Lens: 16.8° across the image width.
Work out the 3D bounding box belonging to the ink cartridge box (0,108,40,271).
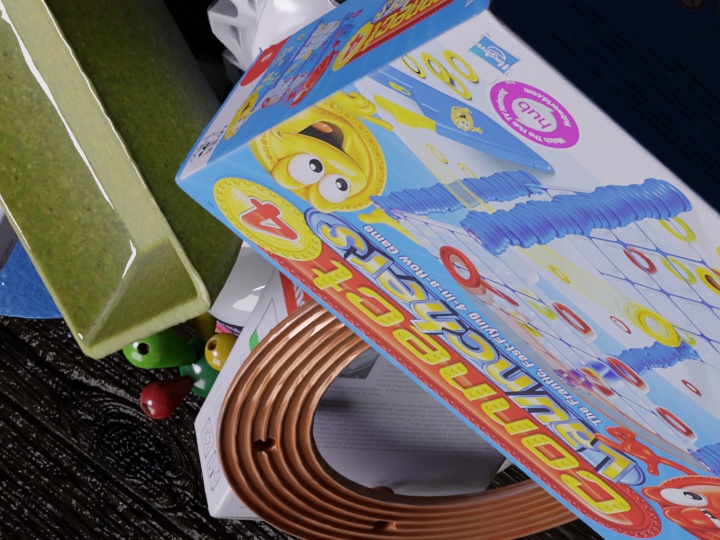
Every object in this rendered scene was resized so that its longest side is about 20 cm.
[{"bbox_3d":[-0.230,-0.073,1.035,0.200,0.146,0.083,30,-145,-4],"label":"ink cartridge box"}]

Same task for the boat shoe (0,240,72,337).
[{"bbox_3d":[-0.114,-0.012,1.241,0.199,0.084,0.069,-6,179,6],"label":"boat shoe"}]

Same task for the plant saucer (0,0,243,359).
[{"bbox_3d":[-0.107,-0.073,0.879,0.200,0.048,0.200,61,161,-3],"label":"plant saucer"}]

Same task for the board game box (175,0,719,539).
[{"bbox_3d":[0.071,-0.005,0.693,0.200,0.056,0.196,40,155,-14],"label":"board game box"}]

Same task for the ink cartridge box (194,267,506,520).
[{"bbox_3d":[0.020,0.022,0.908,0.109,0.200,0.050,4,-130,-23],"label":"ink cartridge box"}]

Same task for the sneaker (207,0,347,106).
[{"bbox_3d":[0.002,-0.055,0.834,0.088,0.074,0.200,38,173,12],"label":"sneaker"}]

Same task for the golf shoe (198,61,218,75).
[{"bbox_3d":[-0.037,-0.049,1.110,0.091,0.075,0.200,11,159,38],"label":"golf shoe"}]

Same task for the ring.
[{"bbox_3d":[0.045,0.043,0.885,0.200,0.200,0.019,47,-158,-49],"label":"ring"}]

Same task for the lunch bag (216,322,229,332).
[{"bbox_3d":[-0.041,0.004,1.363,0.200,0.082,0.176,42,167,-35],"label":"lunch bag"}]

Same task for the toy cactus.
[{"bbox_3d":[-0.028,0.061,1.262,0.165,0.199,0.103,128,134,-64],"label":"toy cactus"}]

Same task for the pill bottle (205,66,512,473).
[{"bbox_3d":[0.000,0.000,1.018,0.112,0.113,0.200,29,167,49],"label":"pill bottle"}]

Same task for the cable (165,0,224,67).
[{"bbox_3d":[-0.114,-0.140,0.958,0.163,0.051,0.200,42,171,-27],"label":"cable"}]
